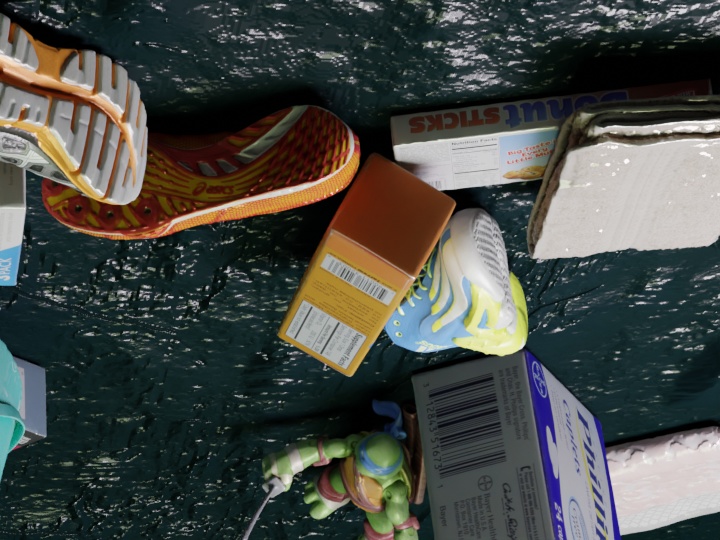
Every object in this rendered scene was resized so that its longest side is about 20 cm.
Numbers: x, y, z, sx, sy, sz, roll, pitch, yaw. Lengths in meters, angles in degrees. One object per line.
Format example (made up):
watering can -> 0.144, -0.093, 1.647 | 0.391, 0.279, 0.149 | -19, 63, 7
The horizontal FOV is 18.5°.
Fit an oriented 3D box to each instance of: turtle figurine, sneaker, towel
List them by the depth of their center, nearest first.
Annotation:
sneaker -> -0.193, -0.093, 1.255 | 0.077, 0.079, 0.200 | -5, 156, 33
sneaker -> -0.096, -0.051, 1.359 | 0.198, 0.074, 0.077 | -5, 166, 6
towel -> 0.181, -0.055, 1.393 | 0.132, 0.035, 0.200 | -3, 158, -5
sneaker -> 0.055, 0.019, 1.536 | 0.104, 0.076, 0.200 | -9, 156, 9
turtle figurine -> -0.019, 0.209, 1.834 | 0.143, 0.201, 0.194 | 10, 164, 2
towel -> 0.257, 0.197, 2.022 | 0.199, 0.032, 0.191 | -16, 153, 19

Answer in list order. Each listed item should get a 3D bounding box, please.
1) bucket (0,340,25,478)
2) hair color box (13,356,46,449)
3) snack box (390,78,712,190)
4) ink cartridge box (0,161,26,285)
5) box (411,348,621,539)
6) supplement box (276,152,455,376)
bucket -> -0.332, 0.114, 1.513 | 0.206, 0.135, 0.208 | 7, 134, 8
hair color box -> -0.344, 0.116, 1.680 | 0.199, 0.061, 0.099 | -21, 151, 31
snack box -> 0.120, -0.083, 1.388 | 0.198, 0.024, 0.072 | -7, 155, 2
ink cartridge box -> -0.304, -0.042, 1.333 | 0.198, 0.068, 0.115 | 0, 155, -11
box -> 0.133, 0.186, 1.788 | 0.104, 0.185, 0.200 | -16, 154, 18
supplement box -> 0.000, 0.000, 1.451 | 0.069, 0.067, 0.200 | 30, 157, -2
